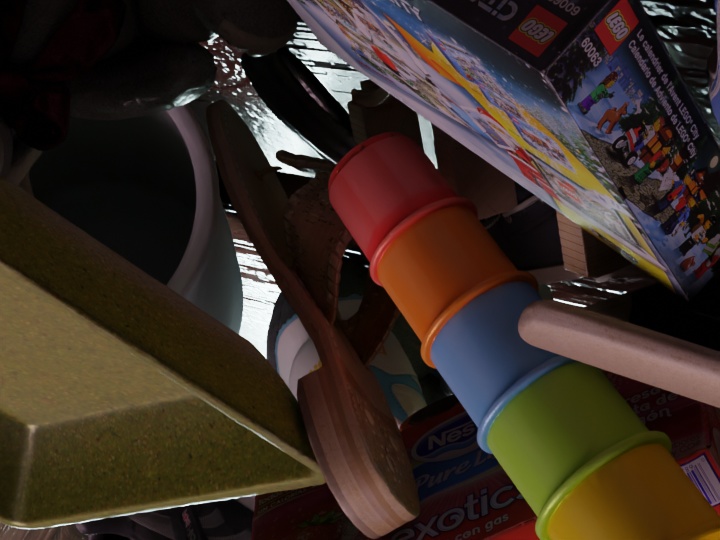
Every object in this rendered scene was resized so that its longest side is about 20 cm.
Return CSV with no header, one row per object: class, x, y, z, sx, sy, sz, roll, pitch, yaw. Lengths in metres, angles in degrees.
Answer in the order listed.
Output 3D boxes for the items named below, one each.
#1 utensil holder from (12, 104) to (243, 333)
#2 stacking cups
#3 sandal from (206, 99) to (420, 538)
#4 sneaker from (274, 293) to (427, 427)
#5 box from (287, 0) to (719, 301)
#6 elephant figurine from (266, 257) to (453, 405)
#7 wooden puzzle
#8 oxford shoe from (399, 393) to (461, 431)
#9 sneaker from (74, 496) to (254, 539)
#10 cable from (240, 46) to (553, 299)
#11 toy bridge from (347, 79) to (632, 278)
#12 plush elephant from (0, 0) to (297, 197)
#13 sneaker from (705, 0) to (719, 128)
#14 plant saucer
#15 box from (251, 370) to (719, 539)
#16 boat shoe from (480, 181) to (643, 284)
utensil holder,-0.147,-0.009,1.146,0.169,0.171,0.200,27,168,11
stacking cups,0.052,0.032,0.779,0.200,0.060,0.061,54,175,24
sandal,0.002,0.003,0.872,0.078,0.069,0.212,47,-161,-51
sneaker,0.004,0.105,1.076,0.200,0.076,0.081,73,176,-48
box,0.029,-0.083,0.716,0.200,0.038,0.137,38,173,38
elephant figurine,-0.017,0.106,1.195,0.155,0.201,0.142,26,165,13
wooden puzzle,0.179,0.025,0.753,0.184,0.037,0.200,18,-165,34
oxford shoe,0.119,0.070,0.930,0.199,0.073,0.071,-16,-172,22
sneaker,-0.092,0.130,1.080,0.076,0.088,0.200,19,157,40
cable,0.025,-0.038,0.982,0.200,0.050,0.097,53,-162,-20
toy bridge,0.042,-0.054,0.839,0.200,0.027,0.068,31,135,61
plush elephant,-0.155,-0.087,0.913,0.164,0.155,0.200,36,164,-21
sneaker,0.152,-0.045,0.680,0.077,0.075,0.200,65,-173,20
plant saucer,-0.138,0.030,0.846,0.199,0.048,0.199,-13,142,42
box,0.062,0.113,0.863,0.100,0.199,0.096,56,-162,-27
boat shoe,0.092,-0.031,0.869,0.200,0.072,0.063,175,80,-74
